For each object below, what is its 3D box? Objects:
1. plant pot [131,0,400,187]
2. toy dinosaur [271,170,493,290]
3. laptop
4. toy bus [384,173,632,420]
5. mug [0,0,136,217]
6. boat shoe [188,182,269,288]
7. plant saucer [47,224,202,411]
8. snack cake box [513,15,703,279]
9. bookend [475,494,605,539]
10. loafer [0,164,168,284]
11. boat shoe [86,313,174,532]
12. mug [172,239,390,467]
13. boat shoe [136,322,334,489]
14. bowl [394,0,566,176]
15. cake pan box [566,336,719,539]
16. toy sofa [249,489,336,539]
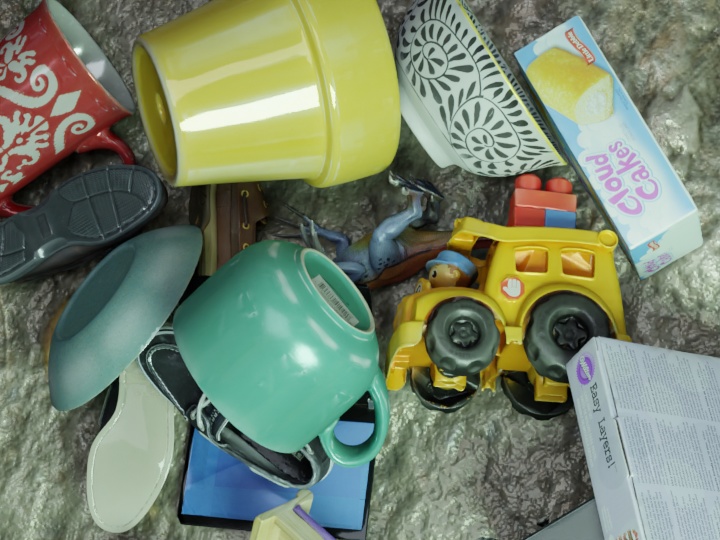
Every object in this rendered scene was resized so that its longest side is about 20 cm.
[{"bbox_3d":[-0.089,-0.159,1.403,0.187,0.201,0.203,-16,72,-17],"label":"plant pot"},{"bbox_3d":[0.000,0.000,1.437,0.199,0.105,0.182,34,104,8],"label":"toy dinosaur"},{"bbox_3d":[-0.077,0.117,1.411,0.175,0.202,0.104,3,35,13],"label":"laptop"},{"bbox_3d":[0.121,0.014,1.365,0.197,0.136,0.194,3,70,-5],"label":"toy bus"},{"bbox_3d":[-0.316,-0.124,1.515,0.199,0.133,0.178,-36,70,6],"label":"mug"},{"bbox_3d":[-0.118,-0.054,1.490,0.067,0.072,0.202,10,68,-18],"label":"boat shoe"},{"bbox_3d":[-0.217,0.029,1.428,0.039,0.201,0.201,40,87,-21],"label":"plant saucer"},{"bbox_3d":[0.212,-0.103,1.395,0.067,0.115,0.201,-30,71,4],"label":"snack cake box"},{"bbox_3d":[0.206,0.209,1.276,0.198,0.200,0.093,-32,72,4],"label":"bookend"},{"bbox_3d":[-0.259,-0.040,1.501,0.198,0.063,0.073,-22,71,15],"label":"loafer"},{"bbox_3d":[-0.197,0.132,1.463,0.072,0.063,0.202,11,88,-4],"label":"boat shoe"},{"bbox_3d":[-0.048,0.058,1.322,0.114,0.184,0.153,-41,46,17],"label":"mug"},{"bbox_3d":[-0.111,0.116,1.379,0.199,0.068,0.072,38,105,5],"label":"boat shoe"},{"bbox_3d":[0.084,-0.150,1.397,0.094,0.201,0.202,-32,72,10],"label":"bowl"},{"bbox_3d":[0.255,0.149,1.237,0.052,0.183,0.202,-46,44,44],"label":"cake pan box"},{"bbox_3d":[0.002,0.268,1.328,0.199,0.097,0.084,37,127,32],"label":"toy sofa"}]
